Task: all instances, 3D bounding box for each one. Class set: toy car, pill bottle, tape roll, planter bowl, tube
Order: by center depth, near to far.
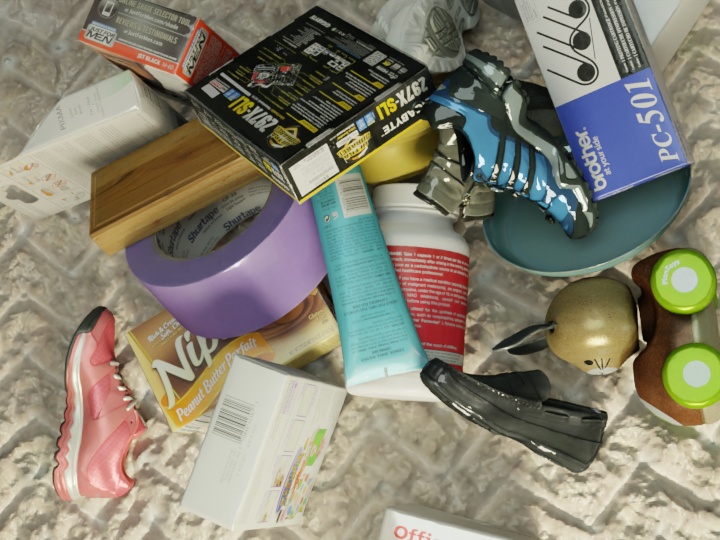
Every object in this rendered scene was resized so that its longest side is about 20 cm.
[{"bbox_3d":[0.224,0.067,1.166,0.200,0.164,0.158,-7,79,15],"label":"toy car"},{"bbox_3d":[0.000,0.000,1.176,0.077,0.050,0.200,-15,81,-1],"label":"tube"},{"bbox_3d":[0.047,0.022,1.243,0.112,0.112,0.200,2,82,14],"label":"pill bottle"},{"bbox_3d":[-0.122,-0.038,1.258,0.200,0.085,0.200,-20,43,20],"label":"tape roll"},{"bbox_3d":[0.027,-0.137,1.262,0.200,0.200,0.084,-12,111,12],"label":"planter bowl"}]

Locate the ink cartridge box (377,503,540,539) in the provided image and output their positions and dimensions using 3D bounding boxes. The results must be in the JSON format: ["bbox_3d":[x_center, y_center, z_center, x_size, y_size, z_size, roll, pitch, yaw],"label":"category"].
[{"bbox_3d":[0.075,0.330,1.201,0.146,0.084,0.200,11,85,16],"label":"ink cartridge box"}]

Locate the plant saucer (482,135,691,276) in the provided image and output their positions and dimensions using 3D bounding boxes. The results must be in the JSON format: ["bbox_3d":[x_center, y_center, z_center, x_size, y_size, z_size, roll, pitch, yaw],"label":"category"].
[{"bbox_3d":[0.212,-0.063,1.211,0.200,0.027,0.200,-18,39,15],"label":"plant saucer"}]

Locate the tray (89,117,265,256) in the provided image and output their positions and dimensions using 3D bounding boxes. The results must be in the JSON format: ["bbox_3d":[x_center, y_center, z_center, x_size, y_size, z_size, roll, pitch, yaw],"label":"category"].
[{"bbox_3d":[-0.171,-0.099,1.260,0.200,0.037,0.099,-26,41,13],"label":"tray"}]

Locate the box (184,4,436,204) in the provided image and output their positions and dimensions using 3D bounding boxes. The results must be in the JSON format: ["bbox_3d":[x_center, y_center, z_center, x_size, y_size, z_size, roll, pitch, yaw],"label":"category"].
[{"bbox_3d":[-0.047,-0.156,1.170,0.160,0.049,0.200,-37,40,-12],"label":"box"}]

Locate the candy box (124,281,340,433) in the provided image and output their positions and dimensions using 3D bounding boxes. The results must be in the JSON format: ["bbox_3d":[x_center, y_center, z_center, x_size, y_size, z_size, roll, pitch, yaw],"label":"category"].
[{"bbox_3d":[-0.123,0.066,1.307,0.200,0.055,0.116,-31,74,7],"label":"candy box"}]

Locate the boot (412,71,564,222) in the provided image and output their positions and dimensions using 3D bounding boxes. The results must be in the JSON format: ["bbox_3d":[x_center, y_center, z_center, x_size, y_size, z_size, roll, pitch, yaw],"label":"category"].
[{"bbox_3d":[0.133,-0.112,1.221,0.068,0.200,0.131,34,114,43],"label":"boot"}]

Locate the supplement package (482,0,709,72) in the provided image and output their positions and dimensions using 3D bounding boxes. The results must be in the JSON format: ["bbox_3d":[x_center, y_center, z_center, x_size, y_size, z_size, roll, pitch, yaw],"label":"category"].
[{"bbox_3d":[0.219,-0.277,1.244,0.200,0.117,0.117,34,91,17],"label":"supplement package"}]

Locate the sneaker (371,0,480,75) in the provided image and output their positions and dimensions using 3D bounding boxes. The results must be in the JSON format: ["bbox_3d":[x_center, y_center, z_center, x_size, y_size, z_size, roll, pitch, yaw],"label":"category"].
[{"bbox_3d":[0.052,-0.230,1.263,0.099,0.200,0.078,-17,110,27],"label":"sneaker"}]

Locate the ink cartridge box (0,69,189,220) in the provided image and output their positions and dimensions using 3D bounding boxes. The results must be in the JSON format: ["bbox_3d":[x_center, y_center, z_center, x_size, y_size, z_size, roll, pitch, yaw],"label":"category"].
[{"bbox_3d":[-0.284,-0.122,1.322,0.200,0.161,0.050,-18,73,10],"label":"ink cartridge box"}]

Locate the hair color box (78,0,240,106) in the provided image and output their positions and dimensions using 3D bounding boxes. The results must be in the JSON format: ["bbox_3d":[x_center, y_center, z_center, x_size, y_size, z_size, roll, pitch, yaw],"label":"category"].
[{"bbox_3d":[-0.182,-0.210,1.290,0.111,0.200,0.064,22,87,17],"label":"hair color box"}]

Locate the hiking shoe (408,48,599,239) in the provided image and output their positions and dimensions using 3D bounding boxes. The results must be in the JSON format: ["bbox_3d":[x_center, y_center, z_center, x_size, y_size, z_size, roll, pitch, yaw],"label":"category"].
[{"bbox_3d":[0.129,-0.096,1.130,0.087,0.074,0.200,-39,109,2],"label":"hiking shoe"}]

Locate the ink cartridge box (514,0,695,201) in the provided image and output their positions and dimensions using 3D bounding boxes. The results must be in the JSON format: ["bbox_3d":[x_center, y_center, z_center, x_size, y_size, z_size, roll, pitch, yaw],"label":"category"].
[{"bbox_3d":[0.217,-0.171,1.156,0.094,0.044,0.200,-22,86,24],"label":"ink cartridge box"}]

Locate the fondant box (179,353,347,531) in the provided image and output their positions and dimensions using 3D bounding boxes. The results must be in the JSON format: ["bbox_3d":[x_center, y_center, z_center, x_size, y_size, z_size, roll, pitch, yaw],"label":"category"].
[{"bbox_3d":[-0.084,0.162,1.207,0.058,0.200,0.144,19,86,18],"label":"fondant box"}]

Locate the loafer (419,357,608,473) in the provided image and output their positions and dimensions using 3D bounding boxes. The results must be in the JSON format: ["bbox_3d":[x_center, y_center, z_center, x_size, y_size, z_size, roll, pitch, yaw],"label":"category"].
[{"bbox_3d":[0.142,0.119,1.184,0.200,0.068,0.070,27,91,-25],"label":"loafer"}]

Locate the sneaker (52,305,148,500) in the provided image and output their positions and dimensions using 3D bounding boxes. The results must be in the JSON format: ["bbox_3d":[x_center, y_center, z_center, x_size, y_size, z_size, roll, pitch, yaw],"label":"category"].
[{"bbox_3d":[-0.258,0.138,1.333,0.087,0.074,0.200,6,86,1],"label":"sneaker"}]
